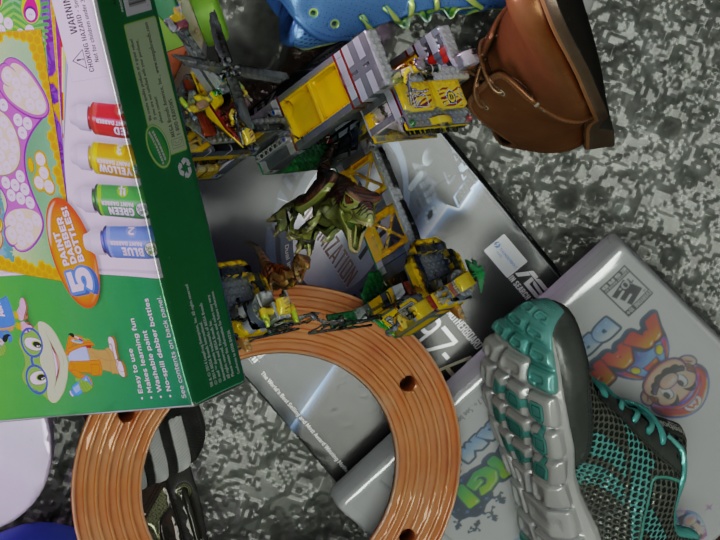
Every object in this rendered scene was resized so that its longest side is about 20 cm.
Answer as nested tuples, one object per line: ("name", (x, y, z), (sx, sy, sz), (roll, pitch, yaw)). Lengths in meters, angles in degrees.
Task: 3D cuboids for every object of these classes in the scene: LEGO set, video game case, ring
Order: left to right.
("ring", (-0.046, 0.100, 1.341), (0.200, 0.019, 0.201), (-5, 108, -17))
("LEGO set", (-0.011, -0.041, 1.253), (0.116, 0.200, 0.154), (-34, 64, 42))
("video game case", (0.115, 0.102, 1.416), (0.200, 0.024, 0.182), (-43, 120, 8))

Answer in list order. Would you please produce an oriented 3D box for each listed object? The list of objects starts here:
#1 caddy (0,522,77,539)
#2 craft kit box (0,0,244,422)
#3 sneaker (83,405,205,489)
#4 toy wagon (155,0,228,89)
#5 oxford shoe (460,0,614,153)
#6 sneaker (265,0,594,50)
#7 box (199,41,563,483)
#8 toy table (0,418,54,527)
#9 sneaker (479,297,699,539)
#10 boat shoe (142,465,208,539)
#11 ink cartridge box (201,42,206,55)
("caddy", (-0.187, 0.217, 1.377), (0.200, 0.105, 0.141), (-24, 104, 36))
("craft kit box", (-0.161, -0.032, 1.213), (0.197, 0.049, 0.200), (-7, 101, 38))
("sneaker", (-0.137, 0.007, 1.345), (0.076, 0.116, 0.200), (-19, 129, -20))
("toy wagon", (-0.158, -0.149, 1.267), (0.155, 0.040, 0.200), (-20, 105, 1))
("oxford shoe", (0.082, -0.097, 1.311), (0.071, 0.200, 0.071), (-11, 71, 4))
("sneaker", (0.014, -0.146, 1.341), (0.200, 0.076, 0.105), (25, 98, -16))
("box", (0.000, 0.000, 1.400), (0.160, 0.044, 0.200), (-38, 104, 6))
("toy table", (-0.243, 0.043, 1.358), (0.184, 0.117, 0.200), (-43, 102, 8))
("sneaker", (0.120, 0.087, 1.364), (0.091, 0.078, 0.200), (-26, 128, -16))
("boat shoe", (-0.080, 0.178, 1.424), (0.066, 0.072, 0.201), (-27, 109, -4))
("ink cartridge box", (-0.173, -0.150, 1.330), (0.200, 0.084, 0.146), (2, 104, -3))
